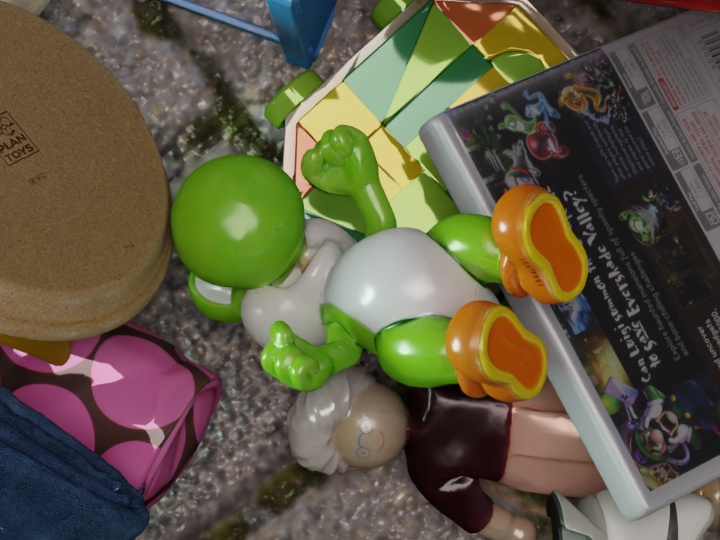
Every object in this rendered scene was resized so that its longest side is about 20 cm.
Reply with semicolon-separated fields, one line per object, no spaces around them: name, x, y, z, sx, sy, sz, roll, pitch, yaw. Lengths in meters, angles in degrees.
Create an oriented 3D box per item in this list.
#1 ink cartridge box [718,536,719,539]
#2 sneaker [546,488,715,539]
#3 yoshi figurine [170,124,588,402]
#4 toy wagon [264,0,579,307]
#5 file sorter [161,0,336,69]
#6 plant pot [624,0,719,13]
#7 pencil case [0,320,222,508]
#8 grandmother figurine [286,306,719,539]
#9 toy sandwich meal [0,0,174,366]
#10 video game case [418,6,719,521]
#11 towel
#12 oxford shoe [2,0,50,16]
ink cartridge box;0.244;0.188;1.302;0.084;0.144;0.200;-24;84;-3
sneaker;0.137;0.195;1.326;0.088;0.074;0.200;-5;98;-7
yoshi figurine;-0.010;-0.004;1.277;0.200;0.112;0.112;6;106;41
toy wagon;0.025;-0.036;1.376;0.200;0.040;0.155;-42;86;-5
file sorter;-0.045;-0.218;1.347;0.123;0.139;0.200;21;84;4
plant pot;0.121;-0.210;1.290;0.200;0.200;0.183;9;92;0
pencil case;-0.168;0.042;1.346;0.200;0.091;0.094;32;116;5
grandmother figurine;0.066;0.072;1.351;0.200;0.061;0.121;2;94;-3
toy sandwich meal;-0.177;-0.040;1.292;0.205;0.205;0.070;50;130;4
video game case;0.144;-0.009;1.337;0.182;0.023;0.200;-24;82;-32
towel;-0.191;0.147;1.275;0.112;0.049;0.200;36;104;-31
oxford shoe;-0.177;-0.151;1.379;0.075;0.070;0.200;3;91;-12
